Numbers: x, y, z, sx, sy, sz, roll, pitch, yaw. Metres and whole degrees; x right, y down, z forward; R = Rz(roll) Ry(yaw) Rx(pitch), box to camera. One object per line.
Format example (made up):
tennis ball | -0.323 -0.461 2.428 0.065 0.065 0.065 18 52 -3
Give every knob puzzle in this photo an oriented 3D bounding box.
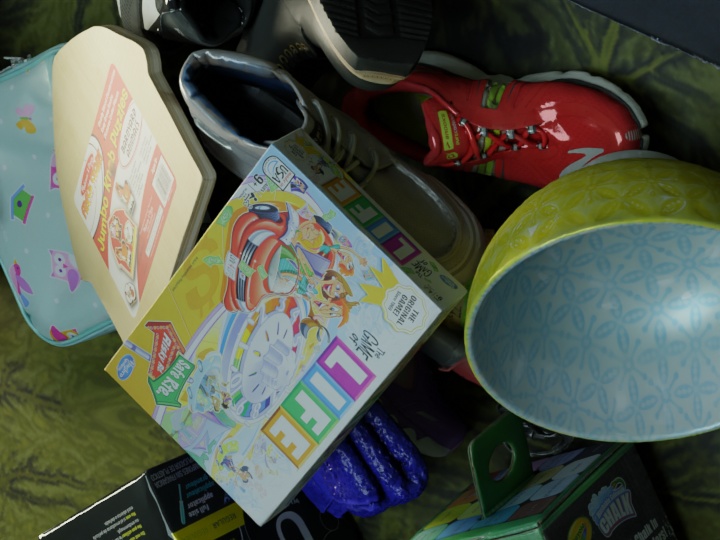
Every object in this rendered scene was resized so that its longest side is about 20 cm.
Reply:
knob puzzle | -0.145 -0.067 1.550 0.220 0.030 0.220 27 121 56

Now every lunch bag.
lunch bag | -0.186 -0.059 1.670 0.160 0.077 0.200 -22 91 40

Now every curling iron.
curling iron | 0.055 0.057 1.478 0.200 0.026 0.050 37 137 -29

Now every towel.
towel | -0.030 0.095 1.534 0.148 0.050 0.200 50 167 1

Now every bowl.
bowl | 0.157 -0.003 1.390 0.200 0.200 0.108 -43 34 38

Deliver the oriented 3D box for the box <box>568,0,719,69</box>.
box | 0.216 -0.223 1.229 0.124 0.197 0.200 27 119 28

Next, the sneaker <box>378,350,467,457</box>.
sneaker | 0.008 0.026 1.554 0.088 0.080 0.200 -40 90 4

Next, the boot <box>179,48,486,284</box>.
boot | -0.022 -0.059 1.425 0.200 0.096 0.074 29 82 19

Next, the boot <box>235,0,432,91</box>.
boot | -0.022 -0.129 1.483 0.200 0.077 0.138 -105 33 -53

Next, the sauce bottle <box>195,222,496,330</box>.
sauce bottle | 0.000 0.000 1.492 0.200 0.065 0.065 4 110 3

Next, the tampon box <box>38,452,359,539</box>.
tampon box | -0.084 0.220 1.634 0.126 0.150 0.200 -33 84 41

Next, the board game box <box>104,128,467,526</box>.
board game box | -0.046 0.035 1.410 0.134 0.034 0.200 44 124 8

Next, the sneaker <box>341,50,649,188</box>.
sneaker | 0.075 -0.079 1.456 0.200 0.085 0.077 11 112 35

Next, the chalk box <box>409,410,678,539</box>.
chalk box | 0.110 0.184 1.474 0.124 0.125 0.200 -21 98 39

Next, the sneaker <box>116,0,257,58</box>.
sneaker | -0.108 -0.171 1.540 0.200 0.066 0.091 130 139 -57
